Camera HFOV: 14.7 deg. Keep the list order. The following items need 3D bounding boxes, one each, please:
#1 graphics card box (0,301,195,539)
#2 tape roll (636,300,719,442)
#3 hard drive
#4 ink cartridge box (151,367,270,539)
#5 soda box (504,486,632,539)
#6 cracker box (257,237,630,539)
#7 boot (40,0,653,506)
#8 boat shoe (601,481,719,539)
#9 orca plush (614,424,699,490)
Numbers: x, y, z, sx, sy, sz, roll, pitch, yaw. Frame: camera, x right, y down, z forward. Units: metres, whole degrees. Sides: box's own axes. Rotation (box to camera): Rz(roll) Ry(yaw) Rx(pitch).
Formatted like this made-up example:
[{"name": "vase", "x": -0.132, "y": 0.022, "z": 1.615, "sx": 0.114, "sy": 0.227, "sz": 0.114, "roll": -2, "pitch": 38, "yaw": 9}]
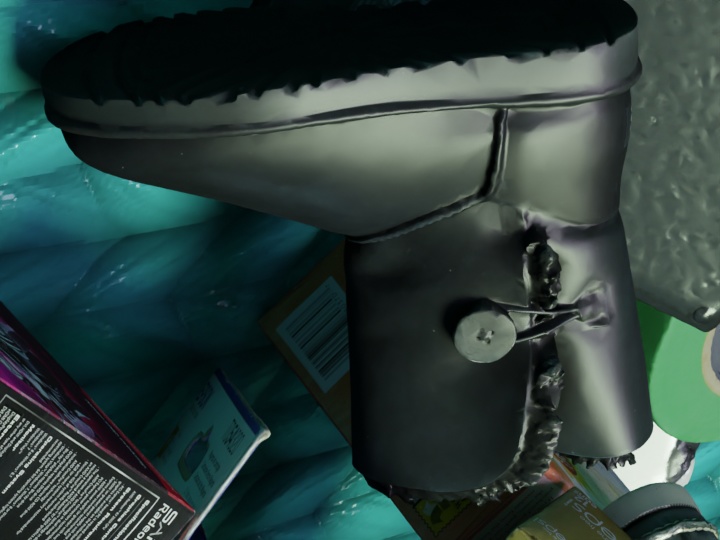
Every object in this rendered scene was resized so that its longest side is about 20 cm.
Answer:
[{"name": "graphics card box", "x": -0.140, "y": 0.021, "z": 0.815, "sx": 0.051, "sy": 0.125, "sz": 0.200, "roll": -47, "pitch": 146, "yaw": 1}, {"name": "tape roll", "x": 0.180, "y": -0.019, "z": 1.113, "sx": 0.200, "sy": 0.048, "sz": 0.201, "roll": -29, "pitch": 149, "yaw": -19}, {"name": "hard drive", "x": 0.071, "y": -0.077, "z": 0.944, "sx": 0.199, "sy": 0.033, "sz": 0.140, "roll": 26, "pitch": 115, "yaw": -14}, {"name": "ink cartridge box", "x": -0.086, "y": 0.133, "z": 0.958, "sx": 0.200, "sy": 0.043, "sz": 0.196, "roll": -52, "pitch": -172, "yaw": -1}, {"name": "soda box", "x": 0.029, "y": 0.172, "z": 0.985, "sx": 0.200, "sy": 0.064, "sz": 0.068, "roll": -52, "pitch": 168, "yaw": 21}, {"name": "cracker box", "x": 0.056, "y": 0.081, "z": 1.094, "sx": 0.058, "sy": 0.134, "sz": 0.200, "roll": -43, "pitch": 144, "yaw": 6}, {"name": "boot", "x": 0.000, "y": 0.000, "z": 0.920, "sx": 0.199, "sy": 0.077, "sz": 0.169, "roll": -5, "pitch": 116, "yaw": -6}, {"name": "boat shoe", "x": 0.074, "y": 0.170, "z": 1.039, "sx": 0.073, "sy": 0.062, "sz": 0.201, "roll": 7, "pitch": 125, "yaw": -45}, {"name": "orca plush", "x": 0.102, "y": 0.073, "z": 1.251, "sx": 0.104, "sy": 0.071, "sz": 0.201, "roll": 14, "pitch": 103, "yaw": -8}]
